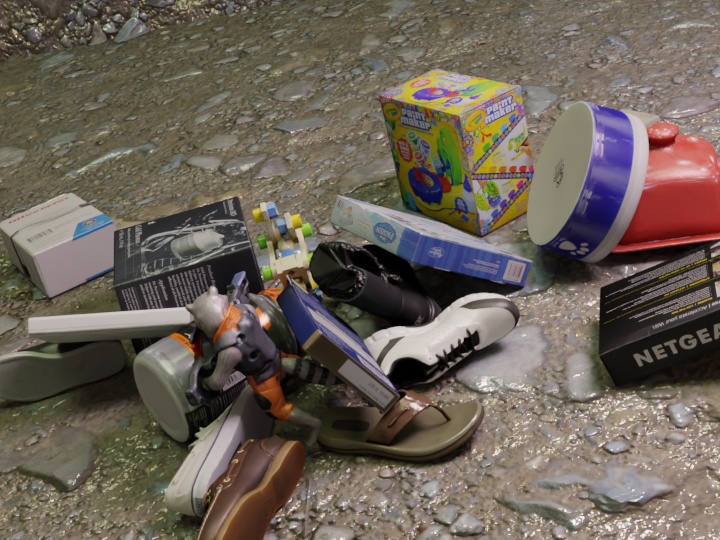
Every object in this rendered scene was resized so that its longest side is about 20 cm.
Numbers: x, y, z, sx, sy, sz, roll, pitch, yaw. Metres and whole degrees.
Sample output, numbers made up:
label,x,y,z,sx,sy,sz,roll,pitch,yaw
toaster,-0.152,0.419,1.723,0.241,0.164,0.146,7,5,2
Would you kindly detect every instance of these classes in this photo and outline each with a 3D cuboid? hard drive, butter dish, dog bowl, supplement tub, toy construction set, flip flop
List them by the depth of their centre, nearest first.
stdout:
label,x,y,z,sx,sy,sz,roll,pitch,yaw
flip flop,0.037,0.161,1.190,0.198,0.058,0.081,-1,29,24
supplement tub,-0.164,0.108,1.317,0.199,0.124,0.122,-32,32,-31
hard drive,-0.309,0.071,1.390,0.197,0.027,0.132,-3,-7,-1
dog bowl,0.295,-0.117,1.428,0.078,0.202,0.201,15,25,-11
toy construction set,-0.078,0.004,1.434,0.091,0.200,0.132,-24,60,13
butter dish,0.411,-0.127,1.460,0.197,0.149,0.201,-8,28,13

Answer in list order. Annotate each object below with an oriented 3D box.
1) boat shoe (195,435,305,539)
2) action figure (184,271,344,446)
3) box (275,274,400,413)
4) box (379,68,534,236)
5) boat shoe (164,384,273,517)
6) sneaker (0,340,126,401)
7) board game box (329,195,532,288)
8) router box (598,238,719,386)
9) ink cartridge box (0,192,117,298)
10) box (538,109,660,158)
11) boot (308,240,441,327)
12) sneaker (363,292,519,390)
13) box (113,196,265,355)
label,x,y,z,sx,sy,sz,roll,pitch,yaw
boat shoe,-0.124,0.238,1.110,0.070,0.071,0.200,6,23,19
action figure,-0.110,0.076,1.207,0.104,0.193,0.201,-28,37,33
box,-0.032,0.079,1.223,0.032,0.121,0.200,-48,23,5
box,0.149,-0.184,1.644,0.121,0.194,0.199,-28,29,-25
boat shoe,-0.158,0.196,1.213,0.069,0.071,0.201,-1,35,22
sneaker,-0.421,0.118,1.487,0.198,0.071,0.099,-12,25,-9
board game box,0.092,-0.038,1.447,0.198,0.044,0.199,13,10,-36
router box,0.365,0.038,1.210,0.199,0.051,0.150,-25,21,25
ink cartridge box,-0.501,-0.047,1.815,0.144,0.085,0.199,-27,30,-25
box,0.369,-0.175,1.659,0.199,0.069,0.082,-30,31,-29
boot,0.000,0.000,1.374,0.077,0.168,0.200,-52,41,9
sneaker,0.100,0.093,1.287,0.198,0.074,0.080,-23,31,1
box,-0.244,0.006,1.555,0.194,0.125,0.200,-15,27,-6
